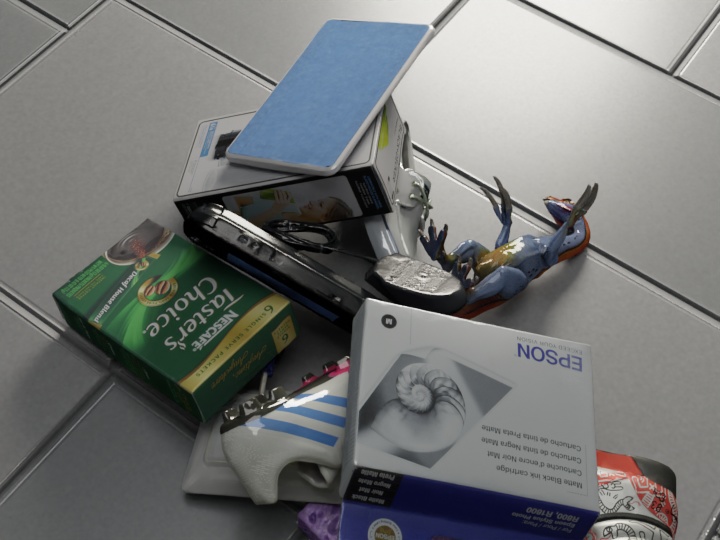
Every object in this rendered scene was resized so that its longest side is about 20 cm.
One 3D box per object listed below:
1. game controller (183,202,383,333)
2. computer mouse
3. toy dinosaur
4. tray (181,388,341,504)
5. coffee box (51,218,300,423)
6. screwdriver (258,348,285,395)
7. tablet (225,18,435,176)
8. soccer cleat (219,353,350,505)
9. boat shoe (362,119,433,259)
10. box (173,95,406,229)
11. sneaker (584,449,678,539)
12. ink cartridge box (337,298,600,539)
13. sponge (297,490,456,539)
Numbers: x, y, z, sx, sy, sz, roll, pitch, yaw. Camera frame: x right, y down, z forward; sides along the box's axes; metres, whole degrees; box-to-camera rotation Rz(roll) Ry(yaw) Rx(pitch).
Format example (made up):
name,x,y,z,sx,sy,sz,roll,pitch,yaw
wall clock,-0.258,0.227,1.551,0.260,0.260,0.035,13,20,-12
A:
name,x,y,z,sx,sy,sz,roll,pitch,yaw
game controller,-0.064,0.008,1.020,0.198,0.104,0.043,31,72,-4
computer mouse,0.000,0.000,1.030,0.198,0.035,0.059,22,31,21
toy dinosaur,0.137,-0.013,1.098,0.179,0.202,0.105,3,27,-40
tray,-0.044,0.139,0.980,0.196,0.022,0.108,2,46,11
coffee box,-0.161,0.037,1.032,0.199,0.044,0.123,30,59,35
screwdriver,-0.078,0.097,0.993,0.029,0.028,0.201,-29,30,17
tablet,-0.026,-0.163,1.088,0.129,0.014,0.201,11,54,34
soccer cleat,-0.021,0.119,0.942,0.198,0.070,0.088,-22,88,-32
boat shoe,0.035,-0.070,1.113,0.066,0.074,0.202,-19,55,8
box,-0.063,-0.098,1.097,0.197,0.061,0.118,-7,45,20
sneaker,0.153,0.195,0.942,0.198,0.068,0.109,10,53,2
ink cartridge box,0.084,0.131,0.895,0.196,0.041,0.203,11,57,-12
sponge,0.056,0.228,0.940,0.111,0.030,0.199,-38,64,-25
